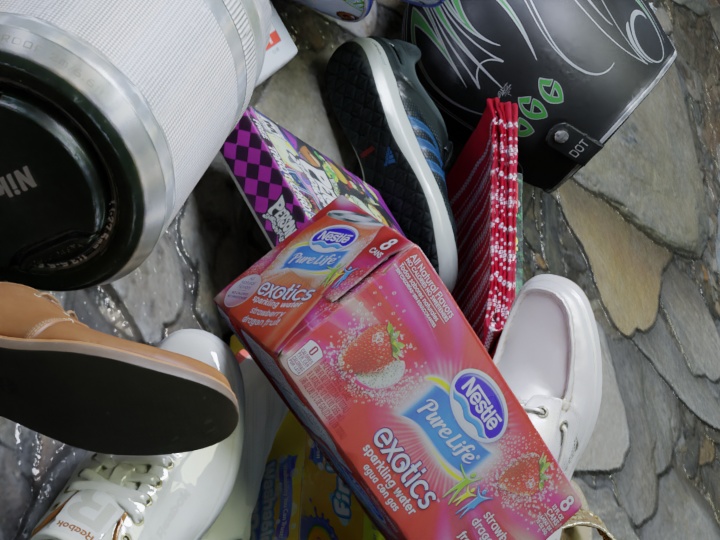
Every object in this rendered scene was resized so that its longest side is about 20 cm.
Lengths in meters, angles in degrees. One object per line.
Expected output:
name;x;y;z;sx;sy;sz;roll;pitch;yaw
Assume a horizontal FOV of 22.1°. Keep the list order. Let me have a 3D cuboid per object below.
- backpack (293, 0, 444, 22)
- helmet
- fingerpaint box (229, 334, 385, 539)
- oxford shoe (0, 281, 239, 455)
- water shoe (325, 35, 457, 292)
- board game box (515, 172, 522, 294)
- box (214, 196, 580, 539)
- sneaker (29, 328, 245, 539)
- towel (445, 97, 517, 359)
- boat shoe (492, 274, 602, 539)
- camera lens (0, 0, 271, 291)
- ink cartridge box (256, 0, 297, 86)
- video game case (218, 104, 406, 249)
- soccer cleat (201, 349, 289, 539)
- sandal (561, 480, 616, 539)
backpack;-0.004;-0.261;1.233;0.155;0.189;0.200;-63;154;-17
helmet;0.123;-0.174;1.402;0.191;0.200;0.200;43;36;-1
fingerpaint box;-0.010;0.149;1.132;0.167;0.073;0.201;37;43;-41
oxford shoe;-0.153;0.038;0.905;0.072;0.198;0.072;-77;179;-47
water shoe;0.042;-0.075;1.321;0.079;0.071;0.202;-12;83;-44
board game box;0.089;0.038;1.314;0.023;0.105;0.201;10;55;-10
box;0.022;0.072;1.002;0.201;0.095;0.100;56;-10;-28
sneaker;-0.115;0.117;0.925;0.085;0.072;0.201;63;46;-68
towel;0.078;-0.006;1.306;0.022;0.145;0.201;11;57;-11
boat shoe;0.099;0.103;1.134;0.069;0.070;0.202;0;99;-58
camera lens;-0.147;-0.100;0.988;0.160;0.159;0.200;54;37;-22
ink cartridge box;-0.131;-0.194;1.169;0.201;0.050;0.162;64;33;-13
video game case;0.000;0.000;1.177;0.181;0.036;0.201;31;23;-54
soccer cleat;-0.080;0.112;1.039;0.078;0.069;0.200;45;51;-6
sandal;0.156;0.214;1.341;0.078;0.069;0.212;62;33;-10
